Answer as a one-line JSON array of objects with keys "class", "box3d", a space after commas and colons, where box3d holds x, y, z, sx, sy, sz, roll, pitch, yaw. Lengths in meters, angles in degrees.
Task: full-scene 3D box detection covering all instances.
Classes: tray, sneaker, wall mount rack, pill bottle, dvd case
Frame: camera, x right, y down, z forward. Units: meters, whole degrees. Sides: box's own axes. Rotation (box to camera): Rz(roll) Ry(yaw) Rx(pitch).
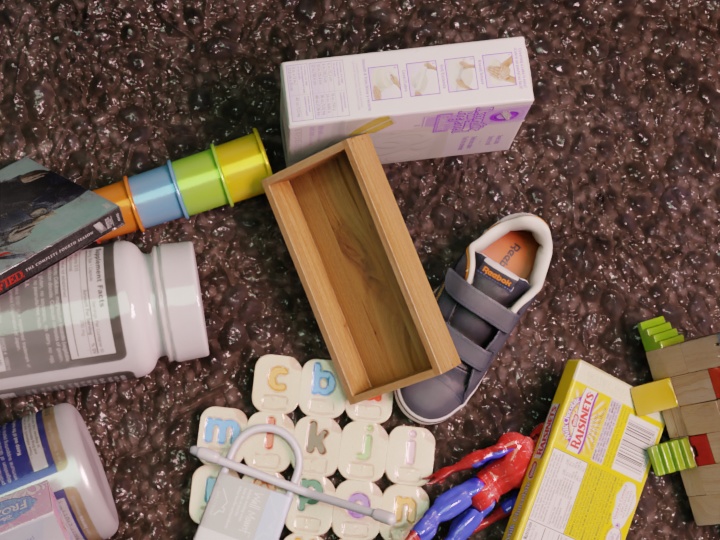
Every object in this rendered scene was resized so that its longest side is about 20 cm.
[{"class": "tray", "box3d": [0.000, 0.000, 1.213, 0.098, 0.037, 0.201, -22, 89, 37]}, {"class": "sneaker", "box3d": [0.093, 0.034, 1.241, 0.078, 0.079, 0.200, 30, 77, 0]}, {"class": "wall mount rack", "box3d": [-0.074, 0.226, 1.187, 0.173, 0.075, 0.201, 19, 80, 0]}, {"class": "pill bottle", "box3d": [-0.303, 0.191, 1.176, 0.199, 0.116, 0.116, -20, 81, -7]}, {"class": "pill bottle", "box3d": [-0.229, 0.038, 1.211, 0.199, 0.114, 0.114, -9, 80, -5]}, {"class": "dvd case", "box3d": [-0.309, -0.021, 1.187, 0.200, 0.022, 0.146, -34, 40, -29]}]

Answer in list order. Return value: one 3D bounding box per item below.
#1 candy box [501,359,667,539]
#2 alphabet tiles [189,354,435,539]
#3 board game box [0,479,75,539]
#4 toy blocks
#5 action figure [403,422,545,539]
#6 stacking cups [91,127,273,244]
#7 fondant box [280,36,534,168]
[{"class": "candy box", "box3d": [0.182, 0.185, 1.232, 0.102, 0.026, 0.201, 26, 78, -19]}, {"class": "alphabet tiles", "box3d": [-0.040, 0.172, 1.245, 0.199, 0.015, 0.196, 6, 79, -2]}, {"class": "board game box", "box3d": [-0.298, 0.275, 1.134, 0.199, 0.199, 0.043, -20, 37, -7]}, {"class": "toy blocks", "box3d": [0.309, 0.123, 1.198, 0.100, 0.137, 0.201, -14, 85, -26]}, {"class": "action figure", "box3d": [0.090, 0.191, 1.227, 0.200, 0.052, 0.066, -37, 104, -18]}, {"class": "stacking cups", "box3d": [-0.171, -0.059, 1.262, 0.199, 0.061, 0.061, -21, 81, -4]}, {"class": "fondant box", "box3d": [0.034, -0.135, 1.241, 0.199, 0.144, 0.058, -8, 79, -4]}]
